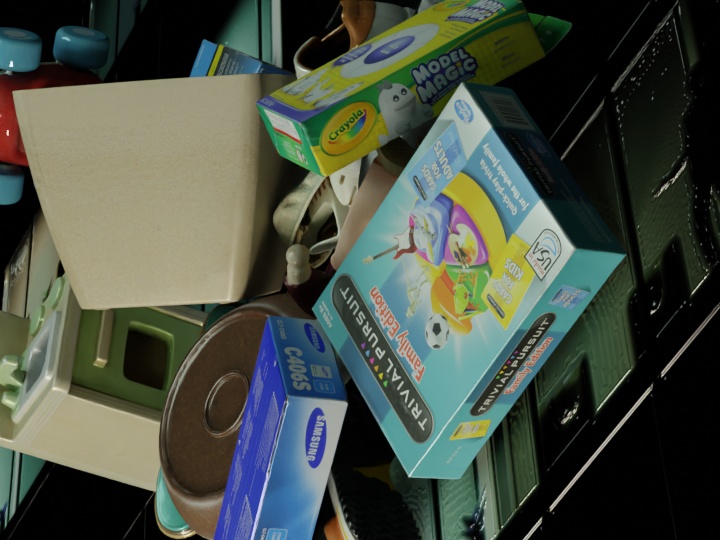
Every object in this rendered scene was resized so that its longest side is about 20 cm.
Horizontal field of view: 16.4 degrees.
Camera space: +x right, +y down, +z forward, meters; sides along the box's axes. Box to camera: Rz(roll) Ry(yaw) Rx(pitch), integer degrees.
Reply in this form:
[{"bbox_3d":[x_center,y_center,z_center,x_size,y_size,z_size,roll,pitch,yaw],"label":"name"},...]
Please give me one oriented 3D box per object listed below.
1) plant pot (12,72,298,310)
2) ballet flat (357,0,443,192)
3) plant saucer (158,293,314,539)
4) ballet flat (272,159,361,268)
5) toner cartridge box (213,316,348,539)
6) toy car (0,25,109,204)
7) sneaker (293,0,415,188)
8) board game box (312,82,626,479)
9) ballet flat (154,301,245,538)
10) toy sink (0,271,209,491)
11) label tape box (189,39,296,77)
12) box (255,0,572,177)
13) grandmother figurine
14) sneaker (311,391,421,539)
[{"bbox_3d":[-0.148,-0.062,1.999,0.200,0.199,0.177,-11,-82,-77],"label":"plant pot"},{"bbox_3d":[0.049,-0.111,1.809,0.066,0.057,0.200,19,92,28],"label":"ballet flat"},{"bbox_3d":[-0.092,0.106,1.898,0.200,0.034,0.201,-27,51,39],"label":"plant saucer"},{"bbox_3d":[-0.009,-0.063,1.900,0.200,0.067,0.062,128,134,-55],"label":"ballet flat"},{"bbox_3d":[-0.056,0.139,1.654,0.095,0.043,0.200,-108,28,-55],"label":"toner cartridge box"},{"bbox_3d":[-0.304,-0.145,2.663,0.200,0.177,0.185,28,114,41],"label":"toy car"},{"bbox_3d":[-0.025,-0.137,1.957,0.073,0.085,0.200,-97,29,-49],"label":"sneaker"},{"bbox_3d":[0.063,0.008,1.560,0.200,0.047,0.151,-56,47,30],"label":"board game box"},{"bbox_3d":[-0.112,0.125,2.001,0.063,0.069,0.200,52,-129,-64],"label":"ballet flat"},{"bbox_3d":[-0.234,0.085,2.136,0.112,0.200,0.131,-49,28,47],"label":"toy sink"},{"bbox_3d":[-0.110,-0.118,2.192,0.144,0.063,0.200,-69,20,5],"label":"label tape box"},{"bbox_3d":[0.037,-0.135,1.688,0.200,0.048,0.117,-28,17,-12],"label":"box"},{"bbox_3d":[0.000,0.000,1.725,0.200,0.121,0.061,-67,29,30],"label":"grandmother figurine"},{"bbox_3d":[-0.017,0.160,1.687,0.090,0.070,0.200,-60,24,25],"label":"sneaker"}]
